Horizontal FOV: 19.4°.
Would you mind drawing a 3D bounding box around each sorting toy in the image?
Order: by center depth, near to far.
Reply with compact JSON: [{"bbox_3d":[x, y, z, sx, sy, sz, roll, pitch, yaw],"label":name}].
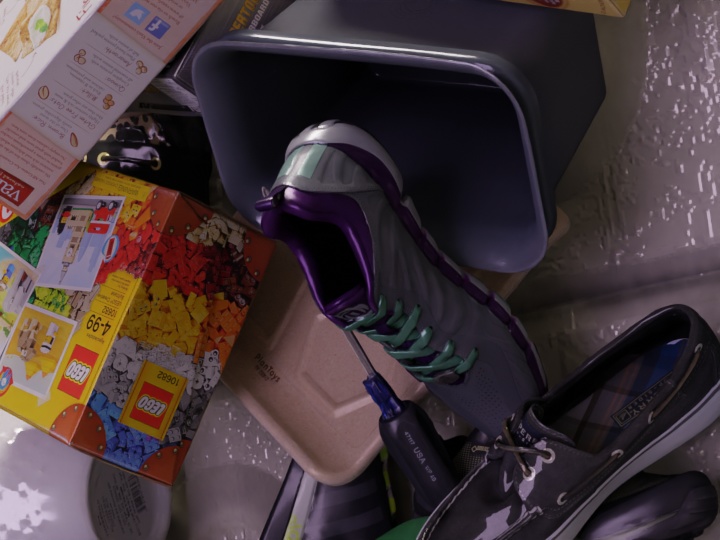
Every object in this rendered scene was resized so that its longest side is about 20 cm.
[{"bbox_3d":[0.000,0.000,1.198,0.200,0.036,0.185,-47,53,0],"label":"sorting toy"}]

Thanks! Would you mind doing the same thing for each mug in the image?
[{"bbox_3d":[-0.220,0.127,1.356,0.174,0.147,0.202,-8,90,31],"label":"mug"}]

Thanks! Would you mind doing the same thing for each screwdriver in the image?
[{"bbox_3d":[-0.005,0.043,1.112,0.029,0.028,0.201,-27,105,31],"label":"screwdriver"}]

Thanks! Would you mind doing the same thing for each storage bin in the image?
[{"bbox_3d":[0.036,-0.089,1.131,0.198,0.134,0.147,9,131,31],"label":"storage bin"}]

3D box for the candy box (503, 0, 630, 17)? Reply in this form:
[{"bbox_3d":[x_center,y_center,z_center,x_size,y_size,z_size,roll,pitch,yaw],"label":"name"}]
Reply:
[{"bbox_3d":[0.064,-0.204,1.084,0.199,0.056,0.118,14,76,39],"label":"candy box"}]

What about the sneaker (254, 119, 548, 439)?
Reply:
[{"bbox_3d":[0.016,0.024,1.071,0.074,0.088,0.200,-30,105,37],"label":"sneaker"}]

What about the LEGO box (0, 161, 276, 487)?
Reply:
[{"bbox_3d":[-0.155,0.021,1.211,0.199,0.077,0.150,17,82,53],"label":"LEGO box"}]

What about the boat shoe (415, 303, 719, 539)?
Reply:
[{"bbox_3d":[0.102,0.089,1.058,0.199,0.066,0.070,-35,45,-2],"label":"boat shoe"}]

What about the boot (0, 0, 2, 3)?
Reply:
[{"bbox_3d":[-0.262,-0.182,1.456,0.187,0.064,0.200,-47,34,-5],"label":"boot"}]

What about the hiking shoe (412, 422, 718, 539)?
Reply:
[{"bbox_3d":[0.099,0.110,1.130,0.199,0.075,0.102,-11,85,41],"label":"hiking shoe"}]

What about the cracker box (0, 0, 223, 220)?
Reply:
[{"bbox_3d":[-0.151,-0.143,1.187,0.200,0.057,0.134,-45,30,23],"label":"cracker box"}]

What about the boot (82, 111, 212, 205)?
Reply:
[{"bbox_3d":[-0.166,-0.029,1.364,0.199,0.073,0.152,-14,78,33],"label":"boot"}]

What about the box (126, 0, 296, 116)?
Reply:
[{"bbox_3d":[-0.097,-0.171,1.241,0.199,0.048,0.159,12,72,60],"label":"box"}]

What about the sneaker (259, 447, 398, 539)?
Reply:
[{"bbox_3d":[-0.004,0.130,1.239,0.082,0.072,0.202,22,97,-1],"label":"sneaker"}]

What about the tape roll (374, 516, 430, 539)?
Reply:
[{"bbox_3d":[0.057,0.234,1.138,0.200,0.048,0.202,26,129,37],"label":"tape roll"}]
